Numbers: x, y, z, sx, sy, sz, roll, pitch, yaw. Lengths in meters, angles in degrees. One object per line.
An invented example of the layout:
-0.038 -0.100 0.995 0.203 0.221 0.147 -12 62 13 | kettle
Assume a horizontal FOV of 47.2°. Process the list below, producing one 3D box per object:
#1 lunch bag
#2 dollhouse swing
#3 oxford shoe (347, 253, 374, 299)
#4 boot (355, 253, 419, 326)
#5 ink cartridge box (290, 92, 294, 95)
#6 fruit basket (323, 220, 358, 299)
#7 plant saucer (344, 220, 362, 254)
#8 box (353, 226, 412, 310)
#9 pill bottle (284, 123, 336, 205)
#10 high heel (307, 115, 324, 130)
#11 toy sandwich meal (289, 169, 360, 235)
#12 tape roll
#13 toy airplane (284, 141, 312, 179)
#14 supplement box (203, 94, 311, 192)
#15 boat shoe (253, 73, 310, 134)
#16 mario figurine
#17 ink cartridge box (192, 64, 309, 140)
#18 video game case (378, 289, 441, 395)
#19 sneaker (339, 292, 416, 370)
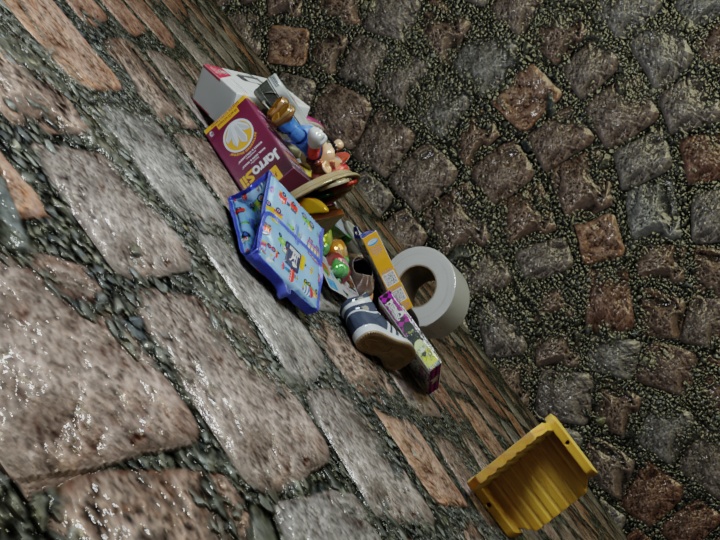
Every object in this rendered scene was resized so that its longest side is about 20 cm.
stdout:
-0.128 -0.028 1.276 0.151 0.093 0.202 47 21 -36 | lunch bag
0.307 0.378 1.462 0.183 0.199 0.176 51 7 4 | dollhouse swing
0.000 0.000 1.769 0.070 0.074 0.201 8 23 -15 | oxford shoe
0.054 0.054 1.928 0.199 0.073 0.151 39 15 -30 | boot
-0.188 -0.354 2.062 0.147 0.087 0.199 58 -13 -15 | ink cartridge box
-0.054 -0.030 1.615 0.202 0.093 0.185 59 10 26 | fruit basket
0.009 -0.038 2.151 0.201 0.050 0.200 51 8 -9 | plant saucer
0.043 -0.008 1.763 0.119 0.041 0.203 -162 -133 -81 | box
-0.125 -0.222 1.885 0.119 0.118 0.204 33 35 -65 | pill bottle
-0.171 -0.364 1.924 0.197 0.067 0.097 -2 57 -42 | high heel
-0.078 -0.102 1.444 0.071 0.202 0.205 62 9 6 | toy sandwich meal
0.162 0.057 2.060 0.204 0.202 0.139 55 9 28 | tape roll
-0.147 -0.210 1.698 0.201 0.140 0.199 53 9 13 | toy airplane
-0.194 -0.214 1.554 0.201 0.110 0.086 55 9 24 | supplement box
-0.150 -0.311 1.649 0.071 0.063 0.200 60 5 36 | boat shoe
-0.083 -0.254 1.578 0.200 0.104 0.125 44 41 -34 | mario figurine
-0.225 -0.346 1.712 0.197 0.085 0.145 0 33 -46 | ink cartridge box
0.101 0.151 1.690 0.183 0.035 0.201 55 -9 19 | video game case
0.032 0.112 1.547 0.199 0.070 0.109 36 19 -53 | sneaker
